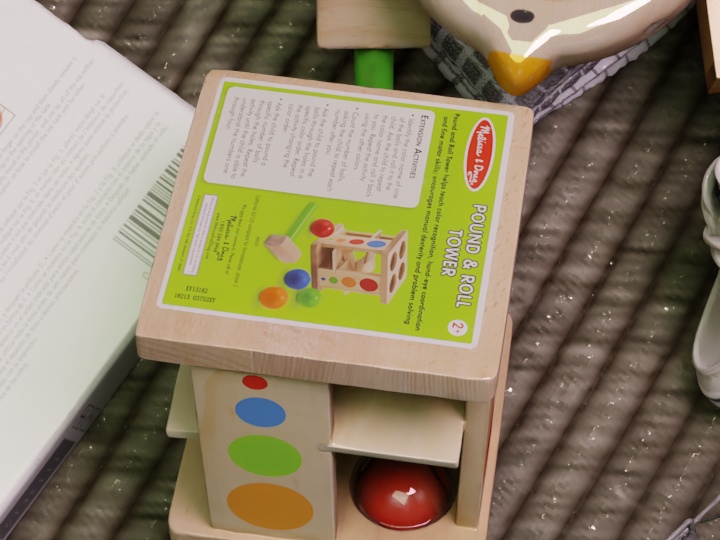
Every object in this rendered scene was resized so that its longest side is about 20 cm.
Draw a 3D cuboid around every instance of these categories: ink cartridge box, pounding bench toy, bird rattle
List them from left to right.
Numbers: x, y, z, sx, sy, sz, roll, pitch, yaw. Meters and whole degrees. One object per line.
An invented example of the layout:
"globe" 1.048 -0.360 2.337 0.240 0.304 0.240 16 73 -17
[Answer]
"ink cartridge box" -0.165 -0.013 0.845 0.173 0.044 0.200 36 84 10
"pounding bench toy" 0.000 0.000 0.786 0.124 0.156 0.201 7 53 6
"bird rattle" 0.067 -0.156 0.748 0.199 0.113 0.163 -32 80 -12

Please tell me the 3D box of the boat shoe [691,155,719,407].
"boat shoe" 0.162 -0.024 0.758 0.065 0.200 0.072 10 46 -15

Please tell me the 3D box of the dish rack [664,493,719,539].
"dish rack" 0.205 0.118 0.772 0.200 0.055 0.154 -39 80 -20

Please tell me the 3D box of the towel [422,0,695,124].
"towel" 0.087 -0.176 0.836 0.200 0.086 0.166 -40 81 -4

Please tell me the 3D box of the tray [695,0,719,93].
"tray" 0.228 -0.131 0.770 0.199 0.037 0.099 -7 83 2
